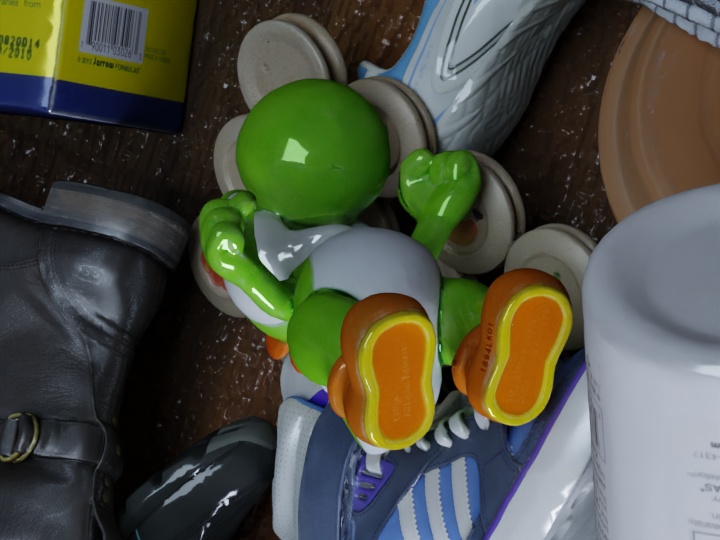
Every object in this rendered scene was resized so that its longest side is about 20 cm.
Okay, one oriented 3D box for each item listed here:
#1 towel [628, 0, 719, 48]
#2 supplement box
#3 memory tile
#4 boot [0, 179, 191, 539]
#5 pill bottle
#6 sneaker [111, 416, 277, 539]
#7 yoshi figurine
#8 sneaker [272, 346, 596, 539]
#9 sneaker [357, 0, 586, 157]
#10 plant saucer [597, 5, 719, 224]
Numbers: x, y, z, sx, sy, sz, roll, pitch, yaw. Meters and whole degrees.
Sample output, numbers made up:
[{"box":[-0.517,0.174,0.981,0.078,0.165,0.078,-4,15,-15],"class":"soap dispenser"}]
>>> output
[{"box":[0.181,-0.152,1.008,0.200,0.086,0.166,26,82,41],"class":"towel"},{"box":[-0.137,-0.167,1.222,0.108,0.109,0.201,8,92,27],"class":"supplement box"},{"box":[0.011,0.001,1.154,0.200,0.017,0.154,40,130,24],"class":"memory tile"},{"box":[-0.167,0.048,1.210,0.199,0.069,0.175,3,70,36],"class":"boot"},{"box":[0.138,0.080,0.984,0.114,0.114,0.201,14,130,27],"class":"pill bottle"},{"box":[-0.089,0.144,1.212,0.079,0.075,0.200,45,113,7],"class":"sneaker"},{"box":[-0.003,-0.014,1.065,0.112,0.112,0.200,-47,32,-4],"class":"yoshi figurine"},{"box":[0.026,0.063,1.098,0.146,0.080,0.200,41,134,19],"class":"sneaker"},{"box":[0.071,-0.131,1.135,0.072,0.072,0.200,43,104,20],"class":"sneaker"},{"box":[0.184,-0.063,1.050,0.199,0.032,0.201,-9,59,16],"class":"plant saucer"}]
